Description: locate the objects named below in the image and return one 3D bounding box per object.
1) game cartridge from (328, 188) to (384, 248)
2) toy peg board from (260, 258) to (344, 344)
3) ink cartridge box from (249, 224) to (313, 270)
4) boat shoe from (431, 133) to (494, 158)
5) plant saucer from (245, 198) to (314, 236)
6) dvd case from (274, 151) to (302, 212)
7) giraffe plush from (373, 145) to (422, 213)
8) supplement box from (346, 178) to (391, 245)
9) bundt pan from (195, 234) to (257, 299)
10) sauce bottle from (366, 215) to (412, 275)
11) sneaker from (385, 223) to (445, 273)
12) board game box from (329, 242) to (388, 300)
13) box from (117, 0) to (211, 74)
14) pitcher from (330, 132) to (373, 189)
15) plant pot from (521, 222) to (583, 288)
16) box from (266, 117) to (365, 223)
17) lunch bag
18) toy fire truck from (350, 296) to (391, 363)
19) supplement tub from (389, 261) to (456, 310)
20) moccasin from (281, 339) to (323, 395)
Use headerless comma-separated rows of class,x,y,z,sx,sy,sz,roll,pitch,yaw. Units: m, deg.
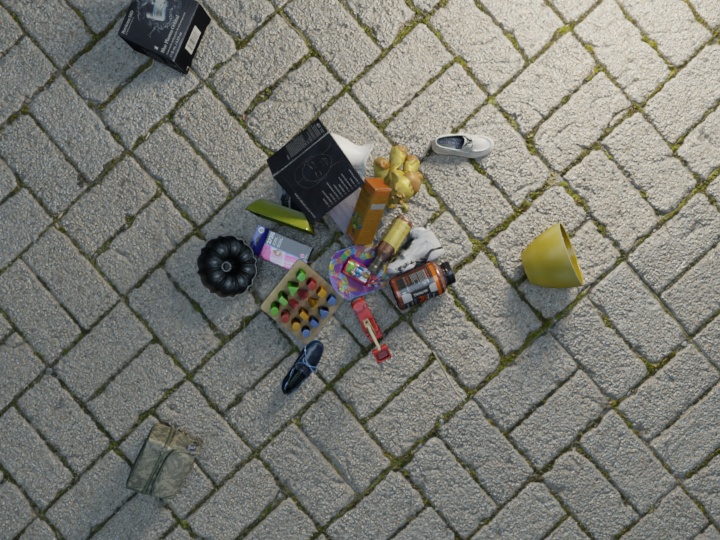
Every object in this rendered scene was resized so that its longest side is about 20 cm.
game cartridge,-0.026,-0.183,1.636,0.129,0.038,0.201,-40,116,-3
toy peg board,-0.178,0.108,1.630,0.199,0.098,0.201,40,92,-12
ink cartridge box,-0.258,-0.067,1.678,0.197,0.037,0.096,23,93,2
boat shoe,0.325,-0.400,1.641,0.196,0.069,0.073,8,92,1
plant saucer,-0.233,-0.166,1.592,0.197,0.200,0.049,19,89,0
dvd case,-0.185,-0.266,1.615,0.148,0.025,0.203,5,125,8
giraffe plush,0.116,-0.263,1.580,0.172,0.162,0.201,37,95,-23
supplement box,0.023,-0.173,1.562,0.068,0.067,0.202,-9,133,-34
bundt pan,-0.414,-0.015,1.656,0.198,0.076,0.206,0,95,4
sauce bottle,0.088,-0.078,1.635,0.066,0.066,0.201,35,78,0
sneaker,0.160,-0.069,1.652,0.197,0.075,0.117,-21,91,-4
board game box,0.000,0.000,1.647,0.197,0.039,0.161,-18,97,-12
box,-0.607,-0.758,1.623,0.198,0.117,0.199,25,92,1
pitcher,-0.070,-0.334,1.628,0.196,0.121,0.175,7,92,-10
plant pot,0.580,-0.026,1.603,0.141,0.200,0.203,-22,91,27
box,-0.127,-0.282,1.492,0.196,0.124,0.200,-37,128,5
lunch bag,-0.621,0.608,1.656,0.166,0.139,0.202,27,92,-16
toy fire truck,0.030,0.180,1.625,0.048,0.141,0.202,-27,91,1
supplement tub,0.196,0.041,1.637,0.197,0.107,0.108,-23,91,2
moccasin,-0.178,0.317,1.664,0.080,0.068,0.202,30,96,-13
